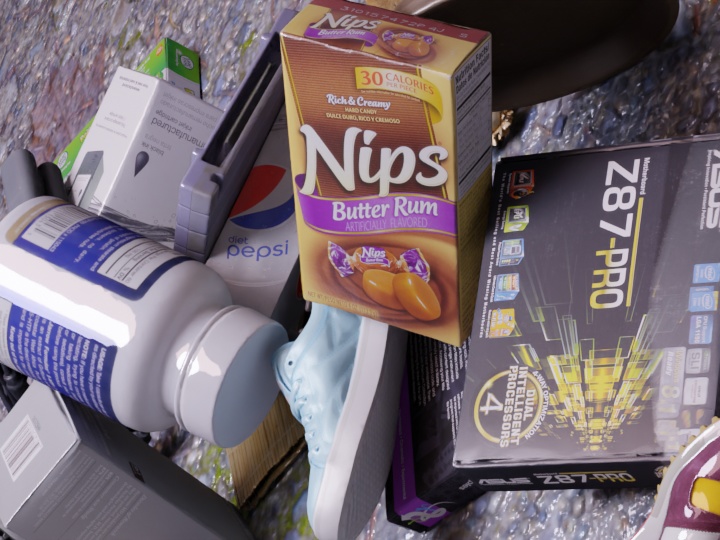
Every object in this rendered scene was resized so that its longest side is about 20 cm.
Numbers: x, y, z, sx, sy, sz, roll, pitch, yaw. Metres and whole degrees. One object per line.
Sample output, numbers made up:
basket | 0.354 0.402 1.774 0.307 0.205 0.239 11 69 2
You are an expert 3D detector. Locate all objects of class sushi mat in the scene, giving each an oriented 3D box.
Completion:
sushi mat | -0.078 0.082 1.545 0.096 0.012 0.201 -49 34 25

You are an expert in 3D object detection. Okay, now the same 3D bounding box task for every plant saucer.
plant saucer | 0.098 -0.151 1.260 0.200 0.199 0.030 -31 64 44

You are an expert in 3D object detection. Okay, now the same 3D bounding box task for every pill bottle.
pill bottle | -0.154 0.039 1.359 0.199 0.120 0.120 24 88 23

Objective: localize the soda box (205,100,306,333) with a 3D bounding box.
soda box | -0.055 -0.032 1.472 0.068 0.063 0.201 82 -152 -57

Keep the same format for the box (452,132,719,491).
box | 0.143 0.025 1.162 0.160 0.049 0.202 -3 63 30

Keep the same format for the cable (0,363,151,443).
cable | -0.248 0.119 1.655 0.051 0.163 0.200 -37 -11 -35

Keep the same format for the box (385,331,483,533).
box | 0.086 0.059 1.287 0.200 0.036 0.144 -40 39 38

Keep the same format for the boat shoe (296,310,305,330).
boat shoe | -0.074 -0.003 1.534 0.072 0.065 0.201 -20 44 40

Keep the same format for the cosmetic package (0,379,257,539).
cosmetic package | -0.164 0.172 1.425 0.090 0.200 0.107 -50 34 5

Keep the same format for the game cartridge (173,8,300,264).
game cartridge | -0.089 -0.083 1.485 0.130 0.038 0.201 109 -175 -50

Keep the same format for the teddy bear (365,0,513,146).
teddy bear | 0.062 -0.150 1.462 0.146 0.066 0.201 -60 36 27

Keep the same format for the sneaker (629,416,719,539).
sneaker | 0.179 0.159 1.043 0.201 0.075 0.090 -57 39 26

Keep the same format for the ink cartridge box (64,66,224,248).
ink cartridge box | -0.164 -0.041 1.636 0.084 0.145 0.201 22 88 56

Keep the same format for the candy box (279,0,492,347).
candy box | 0.018 -0.059 1.229 0.116 0.201 0.056 16 40 25

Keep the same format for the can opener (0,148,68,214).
can opener | -0.250 -0.007 1.556 0.067 0.053 0.201 -46 40 22

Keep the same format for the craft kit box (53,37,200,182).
craft kit box | -0.216 -0.079 1.850 0.200 0.048 0.199 -42 40 33

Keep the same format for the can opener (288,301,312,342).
can opener | 0.000 0.000 1.401 0.067 0.053 0.202 27 104 50

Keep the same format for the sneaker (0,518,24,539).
sneaker | -0.218 0.192 1.508 0.070 0.199 0.094 -14 50 41

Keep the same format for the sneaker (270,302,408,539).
sneaker | -0.020 0.085 1.304 0.081 0.074 0.201 1 54 17
